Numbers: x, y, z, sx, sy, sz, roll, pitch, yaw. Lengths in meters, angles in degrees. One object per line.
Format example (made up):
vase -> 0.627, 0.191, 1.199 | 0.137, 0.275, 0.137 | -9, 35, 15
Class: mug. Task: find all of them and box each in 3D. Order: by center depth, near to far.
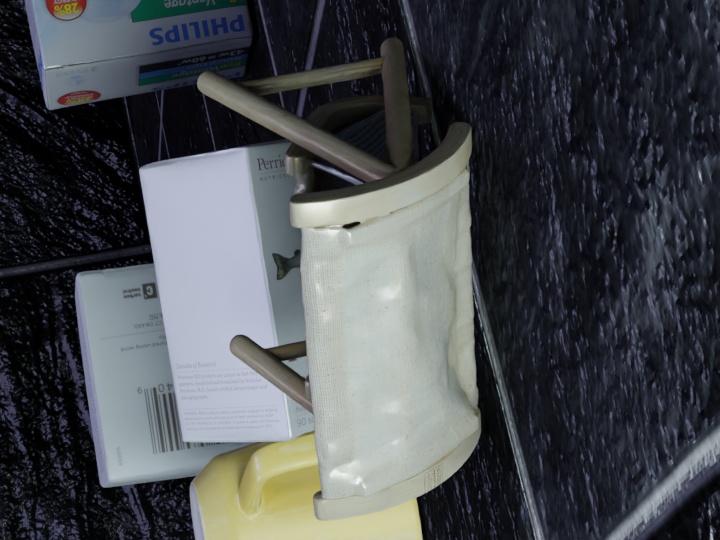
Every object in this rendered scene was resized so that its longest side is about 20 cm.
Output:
mug -> -0.045, 0.168, 1.449 | 0.150, 0.152, 0.188 | -116, 19, -59

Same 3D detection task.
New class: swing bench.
swing bench -> 0.000, 0.000, 1.142 | 0.200, 0.129, 0.200 | -126, 28, -56

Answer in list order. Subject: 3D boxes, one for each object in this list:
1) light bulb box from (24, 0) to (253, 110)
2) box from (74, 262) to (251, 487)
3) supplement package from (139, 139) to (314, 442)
light bulb box -> -0.214, -0.275, 1.830 | 0.125, 0.197, 0.201 | 123, 136, -76
box -> -0.161, 0.094, 1.871 | 0.171, 0.198, 0.201 | 136, 126, -78
supplement package -> -0.063, 0.011, 1.394 | 0.117, 0.117, 0.201 | -6, 95, 45
